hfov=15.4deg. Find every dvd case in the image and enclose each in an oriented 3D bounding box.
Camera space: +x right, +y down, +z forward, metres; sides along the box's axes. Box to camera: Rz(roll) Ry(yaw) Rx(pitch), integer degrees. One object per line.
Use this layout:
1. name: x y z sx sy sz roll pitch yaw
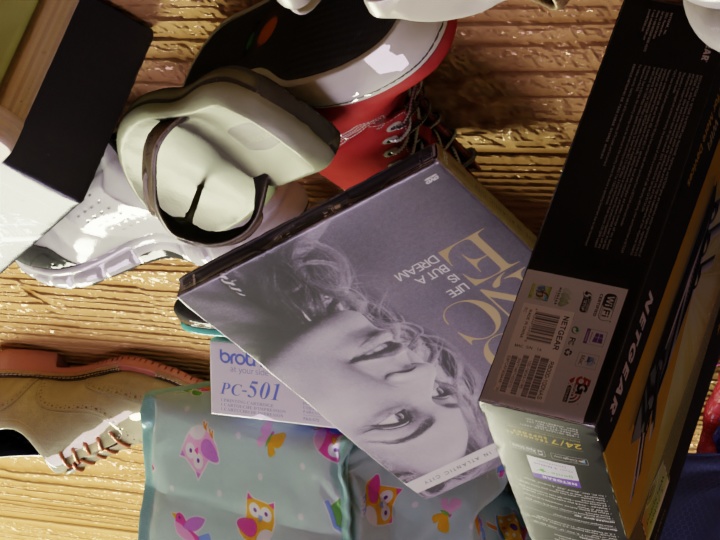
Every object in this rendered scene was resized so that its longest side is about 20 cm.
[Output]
1. dvd case: 0.033 0.030 1.246 0.148 0.016 0.200 -27 134 25

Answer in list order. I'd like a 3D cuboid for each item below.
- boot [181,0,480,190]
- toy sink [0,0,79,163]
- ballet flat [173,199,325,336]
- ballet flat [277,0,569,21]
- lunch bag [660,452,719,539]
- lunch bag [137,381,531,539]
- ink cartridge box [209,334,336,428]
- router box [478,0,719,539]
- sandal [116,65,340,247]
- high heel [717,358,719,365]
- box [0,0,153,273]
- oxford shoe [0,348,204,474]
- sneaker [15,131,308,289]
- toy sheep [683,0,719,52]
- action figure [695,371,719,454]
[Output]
1. boot: 0.022 -0.073 1.193 0.144 0.073 0.200 31 161 -21
2. toy sink: -0.204 -0.102 1.150 0.130 0.200 0.112 29 154 -15
3. ballet flat: 0.000 0.000 1.359 0.199 0.068 0.069 3 109 14
4. ballet flat: 0.006 -0.135 1.073 0.199 0.072 0.068 10 152 23
5. lunch bag: 0.190 0.182 1.373 0.200 0.133 0.136 30 160 -35
6. lunch bag: 0.002 0.114 1.476 0.200 0.122 0.170 -6 -169 -45
7. ink cartridge box: 0.031 0.052 1.381 0.199 0.094 0.044 6 107 20
8. router box: 0.116 0.011 1.128 0.052 0.200 0.157 12 154 20
9. sandal: -0.070 -0.044 1.191 0.080 0.057 0.201 27 166 -11
10. high heel: 0.173 0.039 1.262 0.067 0.096 0.200 29 154 -21
11. box: -0.234 -0.093 1.302 0.200 0.104 0.182 28 153 -16
12. oxford shoe: -0.158 0.098 1.656 0.200 0.074 0.071 1 148 36
13. sneaker: -0.118 -0.044 1.370 0.200 0.074 0.080 -9 127 40
14. toy sheep: 0.160 -0.124 0.911 0.138 0.138 0.200 -8 132 46
15. action figure: 0.206 0.085 1.368 0.065 0.052 0.200 12 156 5
